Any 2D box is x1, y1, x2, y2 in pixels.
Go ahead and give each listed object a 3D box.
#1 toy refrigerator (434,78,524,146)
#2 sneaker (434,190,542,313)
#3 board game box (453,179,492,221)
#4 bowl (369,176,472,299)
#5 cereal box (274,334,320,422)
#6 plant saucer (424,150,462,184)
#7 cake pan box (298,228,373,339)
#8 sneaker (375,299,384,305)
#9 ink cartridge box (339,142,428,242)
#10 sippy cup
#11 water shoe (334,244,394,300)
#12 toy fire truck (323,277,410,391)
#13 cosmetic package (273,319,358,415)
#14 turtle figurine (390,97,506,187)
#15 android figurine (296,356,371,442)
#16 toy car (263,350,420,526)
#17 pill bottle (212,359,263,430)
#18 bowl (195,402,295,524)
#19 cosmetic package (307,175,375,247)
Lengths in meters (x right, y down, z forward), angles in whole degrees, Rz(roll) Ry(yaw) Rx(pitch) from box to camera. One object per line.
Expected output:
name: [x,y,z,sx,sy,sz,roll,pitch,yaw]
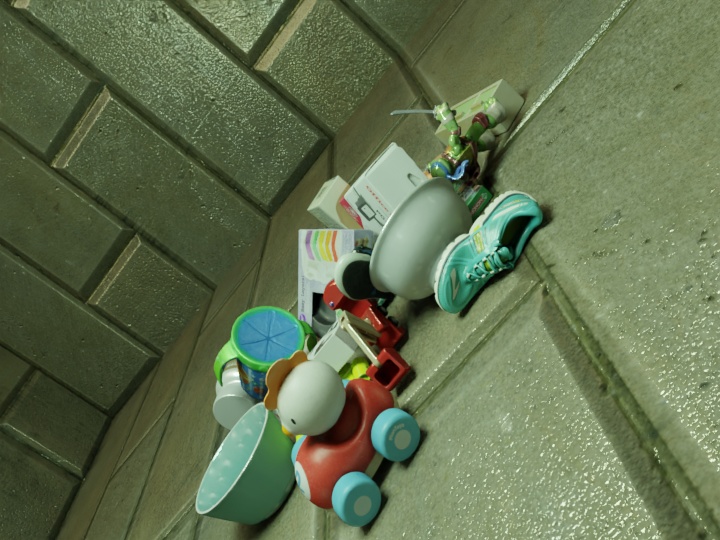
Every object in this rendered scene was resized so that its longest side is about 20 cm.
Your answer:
toy refrigerator: [0.229,-0.303,1.413,0.077,0.069,0.199,-57,17,-15]
sneaker: [0.176,-0.023,0.997,0.202,0.077,0.080,-53,28,8]
board game box: [0.140,-0.068,1.257,0.202,0.029,0.135,-53,15,4]
bowl: [0.111,-0.031,1.083,0.200,0.090,0.204,-38,-32,-29]
cereal box: [-0.117,0.202,1.418,0.201,0.039,0.145,-51,16,16]
plant saucer: [0.139,-0.151,1.418,0.201,0.037,0.201,-48,16,18]
cake pan box: [-0.050,0.025,1.325,0.182,0.051,0.207,7,97,54]
sneaker: [-0.008,0.033,1.361,0.079,0.090,0.199,-58,17,-17]
ink cartridge box: [0.054,-0.115,1.235,0.083,0.146,0.200,-44,4,-14]
sippy cup: [-0.171,0.160,1.301,0.142,0.172,0.132,-80,2,-46]
water shoe: [0.000,0.000,1.129,0.072,0.079,0.199,-53,-27,9]
toy fire truck: [0.006,0.089,1.105,0.049,0.200,0.140,-50,-15,17]
cosmetic package: [-0.072,0.164,1.203,0.201,0.050,0.083,-51,3,28]
turtle figurine: [0.155,-0.239,1.269,0.192,0.147,0.197,-33,32,-32]
android figurine: [-0.041,0.223,1.163,0.183,0.041,0.201,-51,18,10]
toy car: [-0.059,0.195,0.935,0.179,0.199,0.183,-55,25,-9]
pill bottle: [-0.222,0.214,1.421,0.116,0.115,0.202,-43,20,29]
bowl: [-0.176,0.336,1.194,0.201,0.104,0.202,-48,18,20]
cosmetic package: [0.001,-0.087,1.382,0.072,0.199,0.105,-54,15,-11]
